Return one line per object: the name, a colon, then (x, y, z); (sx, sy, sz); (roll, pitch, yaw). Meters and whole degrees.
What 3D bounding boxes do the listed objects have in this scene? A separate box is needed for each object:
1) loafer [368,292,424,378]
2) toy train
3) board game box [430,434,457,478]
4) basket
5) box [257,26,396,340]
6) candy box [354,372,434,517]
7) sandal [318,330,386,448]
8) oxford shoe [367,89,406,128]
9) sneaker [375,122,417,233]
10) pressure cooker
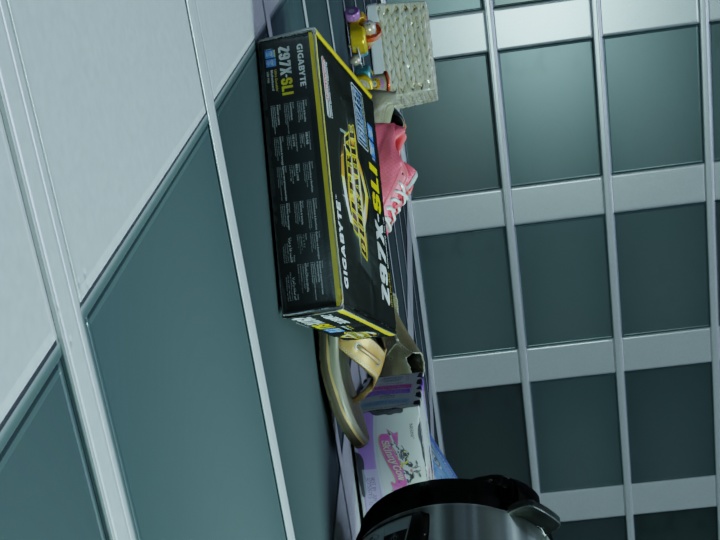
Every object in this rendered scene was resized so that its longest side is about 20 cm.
loafer: (0.045, 0.107, 1.438); (0.076, 0.067, 0.201); (77, 8, -51)
toy train: (0.015, -0.313, 1.752); (0.150, 0.055, 0.202); (66, 18, -73)
board game box: (0.093, 0.279, 1.475); (0.201, 0.043, 0.199); (58, 10, -8)
basket: (0.086, -0.431, 2.360); (0.136, 0.122, 0.202); (28, 56, -83)
box: (-0.022, -0.055, 0.870); (0.160, 0.049, 0.202); (36, 47, -73)
candy box: (0.040, 0.207, 1.223); (0.200, 0.071, 0.169); (-46, 129, -85)
sandal: (-0.007, 0.053, 0.978); (0.080, 0.054, 0.202); (-68, 150, -80)
oxford shoe: (0.026, -0.174, 1.569); (0.200, 0.074, 0.071); (72, 11, -68)
sneaker: (0.026, -0.094, 1.391); (0.074, 0.086, 0.202); (70, 14, -66)
pressure cooker: (0.075, 0.267, 0.951); (0.201, 0.174, 0.180); (-87, 173, -46)
